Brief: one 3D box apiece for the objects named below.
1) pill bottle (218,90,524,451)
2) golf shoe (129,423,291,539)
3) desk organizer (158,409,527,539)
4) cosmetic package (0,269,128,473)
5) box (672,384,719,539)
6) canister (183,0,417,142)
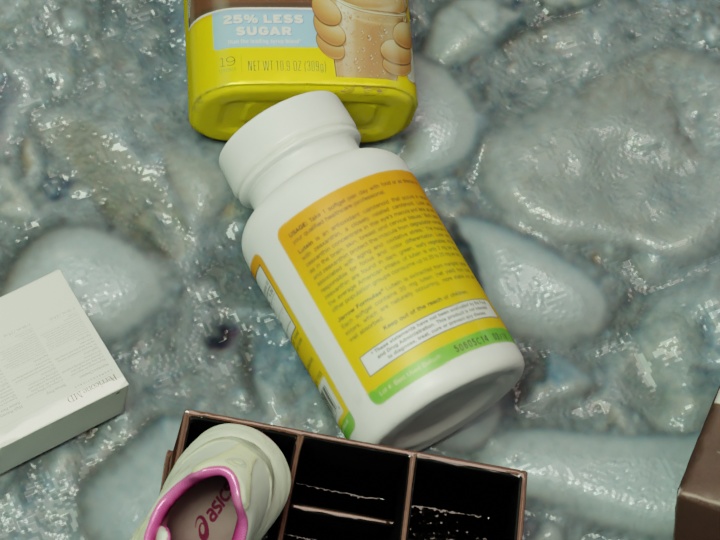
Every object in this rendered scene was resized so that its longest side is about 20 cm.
[{"bbox_3d":[0.000,0.000,1.299,0.111,0.111,0.200,-24,72,-20],"label":"pill bottle"},{"bbox_3d":[-0.108,0.172,1.178,0.075,0.092,0.200,27,93,4],"label":"golf shoe"},{"bbox_3d":[-0.012,0.138,1.252,0.199,0.077,0.072,11,64,-6],"label":"desk organizer"},{"bbox_3d":[-0.236,0.083,1.247,0.200,0.051,0.083,-26,71,-21],"label":"cosmetic package"},{"bbox_3d":[0.282,0.105,1.258,0.165,0.164,0.200,19,61,16],"label":"box"},{"bbox_3d":[-0.041,-0.184,1.392,0.148,0.087,0.201,0,67,-11],"label":"canister"}]
